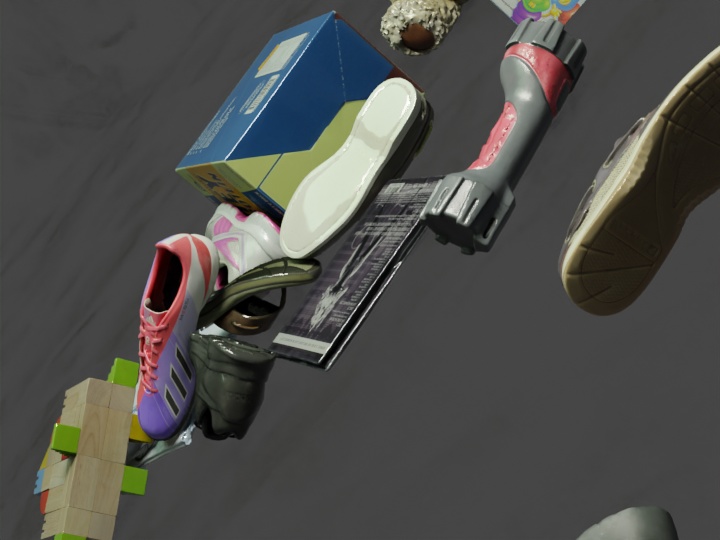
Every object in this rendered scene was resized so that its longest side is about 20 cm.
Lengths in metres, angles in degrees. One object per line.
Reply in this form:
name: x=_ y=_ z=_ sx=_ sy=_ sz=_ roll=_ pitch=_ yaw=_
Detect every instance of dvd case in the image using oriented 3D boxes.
dvd case: x=0.000 y=0.000 z=1.415 sx=0.201 sy=0.016 sz=0.148 roll=-54 pitch=18 yaw=-11

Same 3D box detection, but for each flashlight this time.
flashlight: x=0.112 y=-0.109 z=1.261 sx=0.201 sy=0.068 sz=0.067 roll=-58 pitch=19 yaw=-23

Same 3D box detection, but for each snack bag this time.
snack bag: x=-0.197 y=0.136 z=1.640 sx=0.199 sy=0.021 sz=0.190 roll=-31 pitch=27 yaw=43

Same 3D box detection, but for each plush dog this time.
plush dog: x=0.065 y=-0.365 z=1.730 sx=0.200 sy=0.171 sz=0.161 roll=-45 pitch=17 yaw=22

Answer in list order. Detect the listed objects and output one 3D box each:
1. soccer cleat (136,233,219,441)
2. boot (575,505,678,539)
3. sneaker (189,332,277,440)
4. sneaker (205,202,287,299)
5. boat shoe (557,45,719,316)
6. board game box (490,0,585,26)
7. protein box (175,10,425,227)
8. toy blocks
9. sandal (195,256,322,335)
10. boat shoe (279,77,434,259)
soccer cleat: x=-0.187 y=0.064 z=1.506 sx=0.073 sy=0.067 sz=0.203 roll=2 pitch=-78 yaw=-63
boot: x=0.136 y=0.167 z=0.652 sx=0.165 sy=0.066 sz=0.200 roll=-43 pitch=14 yaw=20
sneaker: x=-0.125 y=0.105 z=1.428 sx=0.200 sy=0.075 sz=0.092 roll=176 pitch=106 yaw=-83
sneaker: x=-0.132 y=-0.013 z=1.673 sx=0.089 sy=0.081 sz=0.200 roll=-52 pitch=16 yaw=-10
boat shoe: x=0.186 y=-0.065 z=0.976 sx=0.201 sy=0.072 sz=0.065 roll=-56 pitch=21 yaw=5
board game box: x=0.152 y=-0.299 z=1.487 sx=0.103 sy=0.105 sz=0.200 roll=-48 pitch=16 yaw=11
protein box: x=-0.069 y=-0.147 z=1.693 sx=0.200 sy=0.135 sz=0.200 roll=-55 pitch=17 yaw=-12
toy blocks: x=-0.281 y=0.198 z=1.579 sx=0.136 sy=0.099 sz=0.203 roll=-27 pitch=52 yaw=59
sandal: x=-0.117 y=0.039 z=1.561 sx=0.199 sy=0.058 sz=0.080 roll=-26 pitch=7 yaw=24
boat shoe: x=0.000 y=-0.089 z=1.527 sx=0.072 sy=0.060 sz=0.203 roll=41 pitch=97 yaw=33
